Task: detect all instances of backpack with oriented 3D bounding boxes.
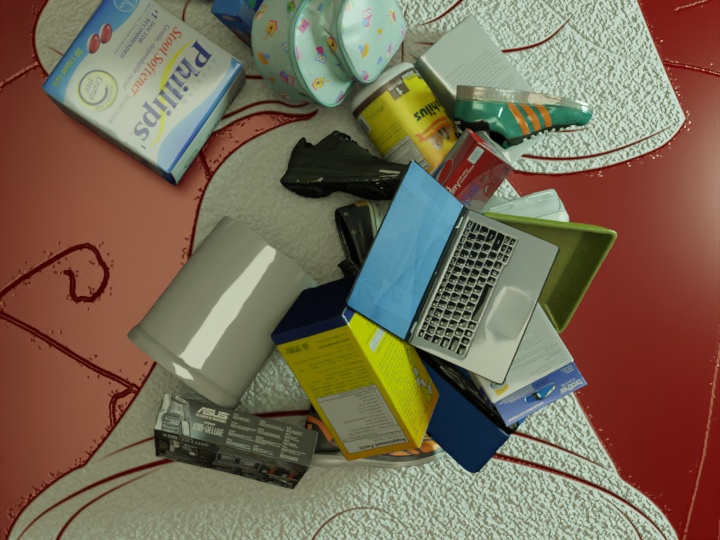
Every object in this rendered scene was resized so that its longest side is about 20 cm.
[{"bbox_3d":[-0.044,-0.319,1.067,0.153,0.176,0.200,26,73,33],"label":"backpack"}]

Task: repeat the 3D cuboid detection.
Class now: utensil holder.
[{"bbox_3d":[-0.176,0.054,1.056,0.170,0.170,0.200,36,82,-4],"label":"utensil holder"}]

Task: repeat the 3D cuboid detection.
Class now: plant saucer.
[{"bbox_3d":[0.221,-0.004,1.118,0.199,0.200,0.048,6,42,-13],"label":"plant saucer"}]

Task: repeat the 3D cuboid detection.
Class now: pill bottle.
[{"bbox_3d":[0.082,-0.182,1.128,0.109,0.109,0.200,-36,92,-7],"label":"pill bottle"}]

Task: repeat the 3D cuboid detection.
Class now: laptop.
[{"bbox_3d":[0.115,0.005,0.949,0.199,0.116,0.188,23,82,10],"label":"laptop"}]

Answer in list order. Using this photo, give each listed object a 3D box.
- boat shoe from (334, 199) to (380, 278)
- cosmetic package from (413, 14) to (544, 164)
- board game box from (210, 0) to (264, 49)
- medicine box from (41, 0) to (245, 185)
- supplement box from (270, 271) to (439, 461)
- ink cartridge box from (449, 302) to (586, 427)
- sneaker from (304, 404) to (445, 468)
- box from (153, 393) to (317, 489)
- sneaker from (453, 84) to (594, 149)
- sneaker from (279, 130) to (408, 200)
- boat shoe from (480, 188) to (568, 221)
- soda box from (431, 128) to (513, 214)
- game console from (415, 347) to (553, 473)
[{"bbox_3d":[0.000,0.000,1.125,0.062,0.075,0.201,-4,81,-20],"label":"boat shoe"},{"bbox_3d":[0.177,-0.253,1.163,0.101,0.071,0.200,-40,93,-8],"label":"cosmetic package"},{"bbox_3d":[-0.117,-0.404,1.095,0.045,0.152,0.201,16,84,24],"label":"board game box"},{"bbox_3d":[-0.286,-0.250,1.090,0.200,0.103,0.183,33,84,-3],"label":"medicine box"},{"bbox_3d":[-0.002,0.118,0.992,0.108,0.110,0.201,-17,112,30],"label":"supplement box"},{"bbox_3d":[0.180,0.085,1.013,0.119,0.042,0.200,-26,68,-9],"label":"ink cartridge box"},{"bbox_3d":[0.021,0.212,1.116,0.199,0.078,0.113,1,88,-7],"label":"sneaker"},{"bbox_3d":[-0.167,0.226,1.049,0.199,0.158,0.050,15,63,-5],"label":"box"},{"bbox_3d":[0.220,-0.205,1.101,0.199,0.071,0.080,4,104,-12],"label":"sneaker"},{"bbox_3d":[-0.016,-0.148,1.105,0.199,0.076,0.091,6,76,21],"label":"sneaker"},{"bbox_3d":[0.198,-0.073,1.165,0.200,0.070,0.072,-13,71,-7],"label":"boat shoe"},{"bbox_3d":[0.110,-0.082,1.060,0.063,0.070,0.200,30,108,-19],"label":"soda box"},{"bbox_3d":[0.138,0.136,1.077,0.200,0.118,0.171,41,73,14],"label":"game console"}]
